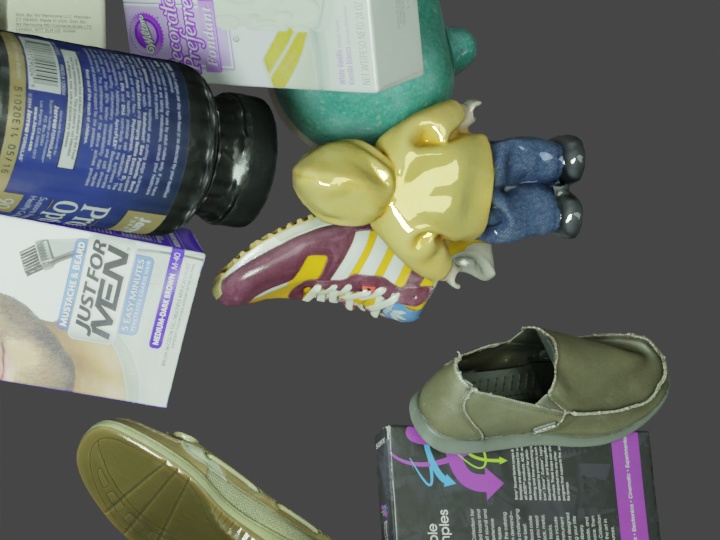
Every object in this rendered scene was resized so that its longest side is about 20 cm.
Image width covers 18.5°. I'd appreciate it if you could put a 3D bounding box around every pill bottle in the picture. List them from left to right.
[{"bbox_3d":[-0.158,-0.081,1.370,0.200,0.112,0.112,8,83,-28],"label":"pill bottle"}]

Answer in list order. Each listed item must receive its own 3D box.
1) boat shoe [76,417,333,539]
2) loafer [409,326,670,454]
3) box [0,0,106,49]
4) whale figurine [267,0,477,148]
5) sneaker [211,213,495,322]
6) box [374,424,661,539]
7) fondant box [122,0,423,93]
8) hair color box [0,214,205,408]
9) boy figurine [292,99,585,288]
[{"bbox_3d":[-0.096,0.157,1.454,0.200,0.063,0.073,33,121,-10],"label":"boat shoe"},{"bbox_3d":[0.133,0.078,1.511,0.200,0.070,0.075,-11,56,-27],"label":"loafer"},{"bbox_3d":[-0.205,-0.224,1.433,0.068,0.082,0.201,1,87,-18],"label":"box"},{"bbox_3d":[0.013,-0.175,1.491,0.159,0.104,0.201,18,78,-16],"label":"whale figurine"},{"bbox_3d":[0.000,0.000,1.488,0.200,0.075,0.090,-22,87,-18],"label":"sneaker"},{"bbox_3d":[0.110,0.180,1.517,0.199,0.036,0.143,4,70,-19],"label":"box"},{"bbox_3d":[-0.062,-0.191,1.401,0.058,0.200,0.145,-27,117,-50],"label":"fondant box"},{"bbox_3d":[-0.209,0.013,1.405,0.199,0.065,0.110,11,105,-16],"label":"hair color box"},{"bbox_3d":[0.049,-0.050,1.449,0.199,0.064,0.125,-2,97,-21],"label":"boy figurine"}]
